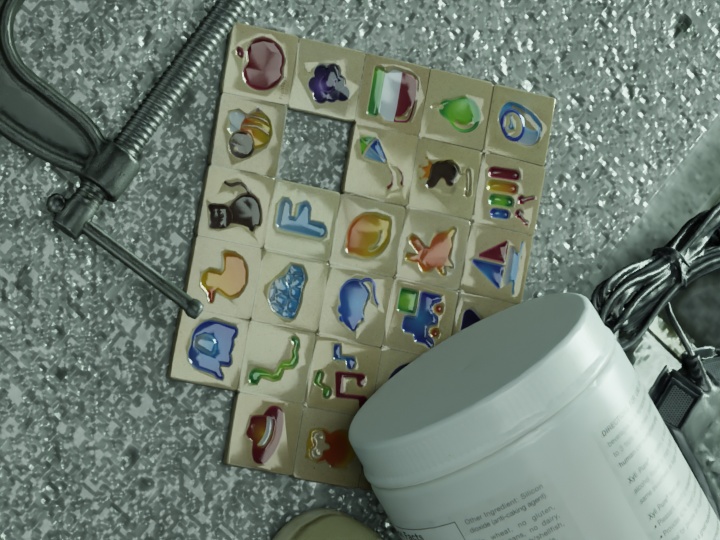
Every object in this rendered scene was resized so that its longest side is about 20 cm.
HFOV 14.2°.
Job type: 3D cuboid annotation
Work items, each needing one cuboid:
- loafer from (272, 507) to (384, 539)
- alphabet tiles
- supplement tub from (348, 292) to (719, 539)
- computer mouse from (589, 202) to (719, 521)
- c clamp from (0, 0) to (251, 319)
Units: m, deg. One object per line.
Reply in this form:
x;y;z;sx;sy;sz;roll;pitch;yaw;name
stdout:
0.020;0.203;1.314;0.075;0.068;0.201;-32;99;-17;loafer
0.000;0.000;1.345;0.166;0.008;0.201;12;85;-20;alphabet tiles
0.096;0.127;1.307;0.132;0.132;0.201;-33;102;-18;supplement tub
0.180;0.067;1.395;0.140;0.046;0.201;-40;107;-37;computer mouse
-0.097;-0.106;1.300;0.170;0.027;0.201;32;78;-7;c clamp
